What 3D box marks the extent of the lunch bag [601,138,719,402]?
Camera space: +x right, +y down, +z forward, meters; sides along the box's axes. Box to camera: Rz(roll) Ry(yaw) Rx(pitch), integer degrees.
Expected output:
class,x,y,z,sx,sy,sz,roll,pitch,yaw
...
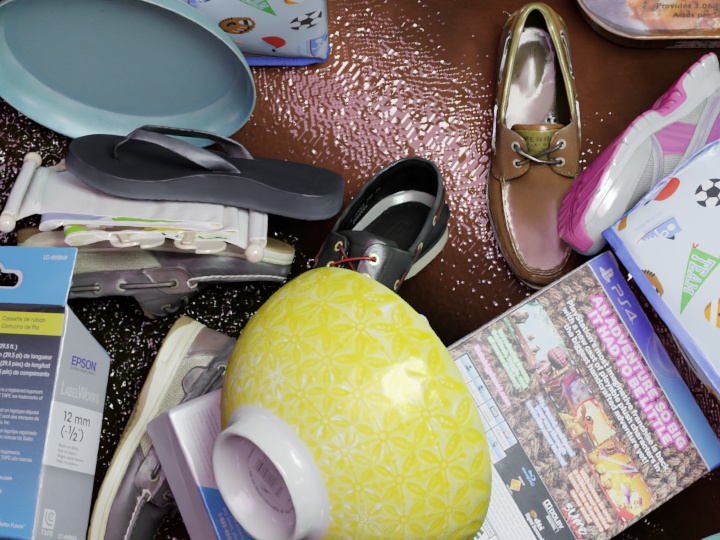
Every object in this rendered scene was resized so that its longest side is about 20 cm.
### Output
class,x,y,z,sx,sy,sz,roll,pitch,yaw
lunch bag,0.272,0.004,1.349,0.170,0.124,0.201,-38,72,6

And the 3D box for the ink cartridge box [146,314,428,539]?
class,x,y,z,sx,sy,sz,roll,pitch,yaw
ink cartridge box,-0.031,0.118,1.456,0.199,0.067,0.117,-20,84,-23

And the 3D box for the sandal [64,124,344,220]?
class,x,y,z,sx,sy,sz,roll,pitch,yaw
sandal,-0.108,-0.078,1.507,0.198,0.076,0.043,7,115,2

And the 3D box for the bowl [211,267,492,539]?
class,x,y,z,sx,sy,sz,roll,pitch,yaw
bowl,-0.026,0.109,1.304,0.107,0.200,0.201,-28,75,-35

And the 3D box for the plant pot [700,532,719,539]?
class,x,y,z,sx,sy,sz,roll,pitch,yaw
plant pot,0.247,0.280,1.370,0.199,0.200,0.189,-32,63,-1

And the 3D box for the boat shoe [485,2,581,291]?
class,x,y,z,sx,sy,sz,roll,pitch,yaw
boat shoe,0.121,-0.088,1.503,0.071,0.068,0.202,-6,80,3

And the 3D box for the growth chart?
class,x,y,z,sx,sy,sz,roll,pitch,yaw
growth chart,-0.157,-0.045,1.498,0.198,0.145,0.018,6,116,5

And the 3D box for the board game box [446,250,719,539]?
class,x,y,z,sx,sy,sz,roll,pitch,yaw
board game box,0.112,0.110,1.411,0.199,0.097,0.160,-30,88,-19

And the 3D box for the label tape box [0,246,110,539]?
class,x,y,z,sx,sy,sz,roll,pitch,yaw
label tape box,-0.249,0.087,1.485,0.142,0.066,0.202,1,77,31

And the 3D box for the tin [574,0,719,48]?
class,x,y,z,sx,sy,sz,roll,pitch,yaw
tin,0.248,-0.216,1.531,0.198,0.042,0.113,1,83,6

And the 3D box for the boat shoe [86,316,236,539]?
class,x,y,z,sx,sy,sz,roll,pitch,yaw
boat shoe,-0.133,0.133,1.486,0.065,0.072,0.203,16,77,13

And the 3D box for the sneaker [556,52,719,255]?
class,x,y,z,sx,sy,sz,roll,pitch,yaw
sneaker,0.212,-0.066,1.456,0.088,0.081,0.200,46,56,3

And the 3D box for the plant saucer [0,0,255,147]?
class,x,y,z,sx,sy,sz,roll,pitch,yaw
plant saucer,-0.169,-0.146,1.484,0.198,0.201,0.028,5,61,7

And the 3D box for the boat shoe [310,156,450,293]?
class,x,y,z,sx,sy,sz,roll,pitch,yaw
boat shoe,-0.002,-0.001,1.453,0.073,0.063,0.202,18,48,24

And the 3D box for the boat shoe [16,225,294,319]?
class,x,y,z,sx,sy,sz,roll,pitch,yaw
boat shoe,-0.146,0.001,1.518,0.198,0.073,0.066,3,95,5

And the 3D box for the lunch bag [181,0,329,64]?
class,x,y,z,sx,sy,sz,roll,pitch,yaw
lunch bag,-0.125,-0.227,1.494,0.198,0.170,0.125,-3,67,3
